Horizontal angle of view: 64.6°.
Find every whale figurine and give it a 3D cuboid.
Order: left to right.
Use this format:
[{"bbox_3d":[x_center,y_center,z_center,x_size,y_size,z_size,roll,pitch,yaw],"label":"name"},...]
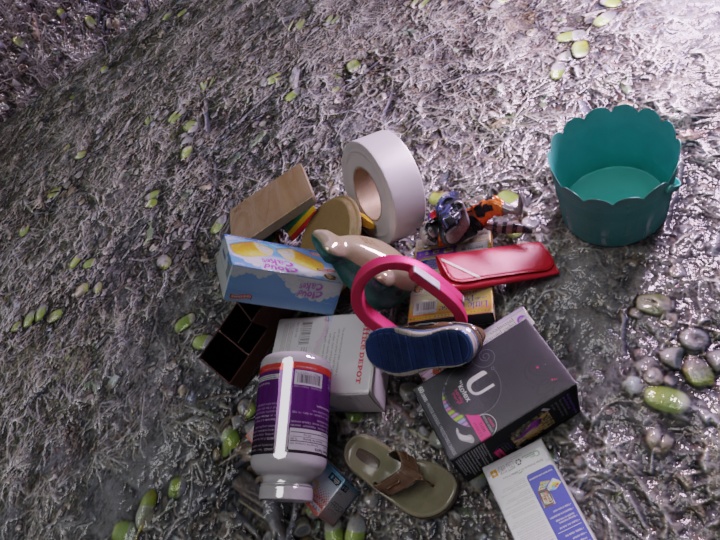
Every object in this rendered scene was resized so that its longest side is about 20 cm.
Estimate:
[{"bbox_3d":[0.000,0.000,0.955,0.105,0.197,0.159,-60,36,14],"label":"whale figurine"}]

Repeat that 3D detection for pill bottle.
[{"bbox_3d":[-0.101,0.229,0.836,0.110,0.113,0.204,-8,64,21],"label":"pill bottle"}]

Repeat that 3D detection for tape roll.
[{"bbox_3d":[0.040,-0.154,1.071,0.070,0.205,0.203,-23,45,-21],"label":"tape roll"}]

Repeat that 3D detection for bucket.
[{"bbox_3d":[0.414,-0.151,0.933,0.203,0.135,0.211,-13,53,17],"label":"bucket"}]

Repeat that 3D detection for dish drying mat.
[{"bbox_3d":[0.227,-0.010,0.946,0.196,0.018,0.078,-8,47,-11],"label":"dish drying mat"}]

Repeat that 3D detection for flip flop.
[{"bbox_3d":[0.051,0.296,0.841,0.197,0.058,0.082,19,67,35],"label":"flip flop"}]

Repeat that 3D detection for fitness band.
[{"bbox_3d":[0.076,0.057,0.887,0.143,0.199,0.038,-40,22,34],"label":"fitness band"}]

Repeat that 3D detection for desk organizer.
[{"bbox_3d":[-0.206,0.112,1.051,0.072,0.077,0.202,40,98,41],"label":"desk organizer"}]

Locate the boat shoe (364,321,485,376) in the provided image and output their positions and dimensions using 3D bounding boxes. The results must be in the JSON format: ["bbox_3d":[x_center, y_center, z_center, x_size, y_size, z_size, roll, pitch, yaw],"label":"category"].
[{"bbox_3d":[0.096,0.114,0.848,0.197,0.072,0.074,-6,94,40],"label":"boat shoe"}]

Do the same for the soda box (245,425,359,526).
[{"bbox_3d":[-0.095,0.305,0.904,0.069,0.064,0.199,-47,51,-12],"label":"soda box"}]

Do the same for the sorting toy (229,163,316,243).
[{"bbox_3d":[-0.180,-0.117,1.223,0.197,0.070,0.201,-33,31,5],"label":"sorting toy"}]

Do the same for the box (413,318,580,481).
[{"bbox_3d":[0.196,0.186,0.817,0.198,0.107,0.123,-32,49,1],"label":"box"}]

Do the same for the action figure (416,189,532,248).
[{"bbox_3d":[0.188,-0.080,0.972,0.190,0.106,0.200,-17,15,19],"label":"action figure"}]

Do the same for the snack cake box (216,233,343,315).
[{"bbox_3d":[-0.140,0.007,0.979,0.115,0.196,0.068,54,128,55],"label":"snack cake box"}]

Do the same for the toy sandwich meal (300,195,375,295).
[{"bbox_3d":[-0.042,-0.049,1.114,0.203,0.069,0.209,-25,56,43],"label":"toy sandwich meal"}]

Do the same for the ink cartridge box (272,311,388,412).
[{"bbox_3d":[-0.052,0.160,0.973,0.196,0.086,0.150,-4,55,21],"label":"ink cartridge box"}]

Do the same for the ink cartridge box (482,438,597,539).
[{"bbox_3d":[0.242,0.331,0.737,0.093,0.037,0.202,-27,47,5],"label":"ink cartridge box"}]

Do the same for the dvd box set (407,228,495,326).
[{"bbox_3d":[0.160,0.013,0.988,0.143,0.030,0.202,-10,43,20],"label":"dvd box set"}]

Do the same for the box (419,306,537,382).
[{"bbox_3d":[0.187,0.131,0.905,0.198,0.042,0.039,-33,48,3],"label":"box"}]
